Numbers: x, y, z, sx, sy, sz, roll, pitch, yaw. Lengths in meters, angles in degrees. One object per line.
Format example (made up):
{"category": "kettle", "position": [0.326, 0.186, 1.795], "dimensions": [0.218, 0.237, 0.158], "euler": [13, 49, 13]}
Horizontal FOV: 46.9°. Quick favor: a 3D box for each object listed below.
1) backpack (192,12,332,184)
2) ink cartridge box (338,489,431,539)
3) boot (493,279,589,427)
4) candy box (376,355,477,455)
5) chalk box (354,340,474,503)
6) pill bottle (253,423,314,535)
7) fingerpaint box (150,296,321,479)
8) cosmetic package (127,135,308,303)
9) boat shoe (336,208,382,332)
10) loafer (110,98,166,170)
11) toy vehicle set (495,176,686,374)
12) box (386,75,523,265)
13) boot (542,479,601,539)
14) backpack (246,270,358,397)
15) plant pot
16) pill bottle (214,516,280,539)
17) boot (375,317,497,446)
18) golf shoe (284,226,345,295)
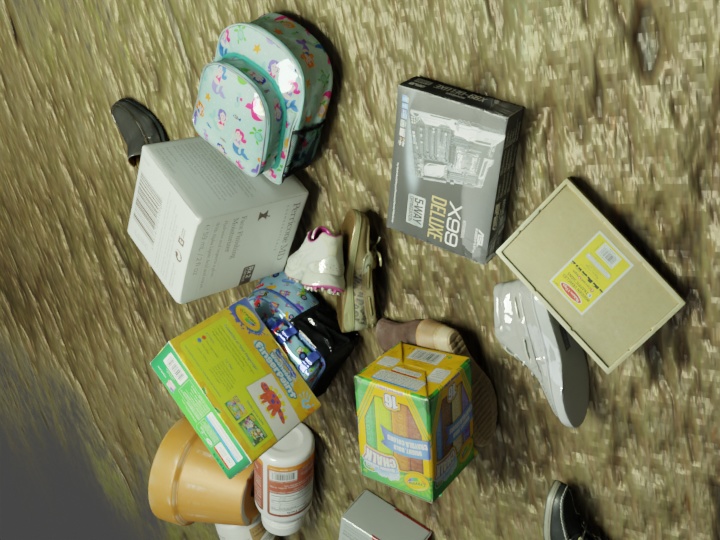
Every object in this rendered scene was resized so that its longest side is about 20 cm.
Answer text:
{"category": "backpack", "position": [-0.133, -0.243, 1.146], "dimensions": [0.177, 0.150, 0.202], "euler": [39, 128, 17]}
{"category": "ink cartridge box", "position": [0.035, 0.515, 1.461], "dimensions": [0.144, 0.082, 0.204], "euler": [24, 126, 26]}
{"category": "boot", "position": [0.234, 0.106, 1.090], "dimensions": [0.094, 0.073, 0.205], "euler": [-5, 102, 47]}
{"category": "candy box", "position": [0.092, 0.217, 1.258], "dimensions": [0.200, 0.026, 0.102], "euler": [44, 168, 12]}
{"category": "chalk box", "position": [0.077, 0.223, 1.138], "dimensions": [0.122, 0.123, 0.205], "euler": [10, 114, 34]}
{"category": "pill bottle", "position": [-0.140, 0.380, 1.511], "dimensions": [0.110, 0.112, 0.204], "euler": [23, 127, 27]}
{"category": "fingerpaint box", "position": [-0.178, 0.166, 1.200], "dimensions": [0.202, 0.166, 0.073], "euler": [53, 131, 4]}
{"category": "cosmetic package", "position": [-0.213, -0.086, 1.233], "dimensions": [0.165, 0.197, 0.167], "euler": [48, 135, 26]}
{"category": "boat shoe", "position": [0.000, 0.000, 1.227], "dimensions": [0.074, 0.061, 0.204], "euler": [-107, 18, -53]}
{"category": "loafer", "position": [-0.364, -0.204, 1.401], "dimensions": [0.201, 0.072, 0.073], "euler": [50, 135, 7]}
{"category": "toy vehicle set", "position": [0.272, 0.006, 0.991], "dimensions": [0.124, 0.026, 0.201], "euler": [-45, 82, 20]}
{"category": "box", "position": [0.116, -0.128, 1.063], "dimensions": [0.155, 0.050, 0.204], "euler": [24, 126, 28]}
{"category": "boot", "position": [0.339, 0.389, 1.152], "dimensions": [0.151, 0.073, 0.208], "euler": [3, 120, 35]}
{"category": "backpack", "position": [-0.126, 0.111, 1.339], "dimensions": [0.200, 0.134, 0.184], "euler": [46, 133, 13]}
{"category": "plant pot", "position": [-0.274, 0.400, 1.587], "dimensions": [0.179, 0.201, 0.205], "euler": [11, 121, 20]}
{"category": "pill bottle", "position": [-0.215, 0.560, 1.671], "dimensions": [0.112, 0.114, 0.205], "euler": [1, 114, 38]}
{"category": "boot", "position": [0.112, 0.160, 1.232], "dimensions": [0.165, 0.072, 0.204], "euler": [2, 119, 54]}
{"category": "golf shoe", "position": [-0.063, -0.020, 1.232], "dimensions": [0.199, 0.073, 0.094], "euler": [-161, 78, -69]}
